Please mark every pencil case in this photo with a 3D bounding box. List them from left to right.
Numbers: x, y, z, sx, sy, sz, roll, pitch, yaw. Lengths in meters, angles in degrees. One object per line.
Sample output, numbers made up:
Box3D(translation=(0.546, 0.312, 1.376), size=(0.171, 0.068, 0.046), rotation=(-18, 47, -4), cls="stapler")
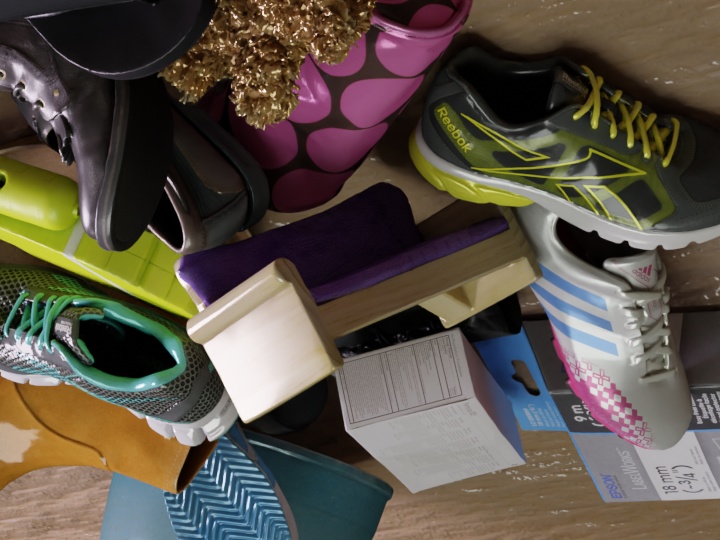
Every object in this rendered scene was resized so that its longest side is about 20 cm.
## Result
Box3D(translation=(-0.018, -0.110, 1.170), size=(0.094, 0.091, 0.200), rotation=(48, 142, 5), cls="pencil case")

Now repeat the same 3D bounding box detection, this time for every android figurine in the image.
Box3D(translation=(-0.156, -0.018, 1.254), size=(0.200, 0.041, 0.182), rotation=(20, 172, 24), cls="android figurine")

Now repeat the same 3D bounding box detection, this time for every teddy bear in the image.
Box3D(translation=(-0.045, -0.142, 1.075), size=(0.067, 0.145, 0.200), rotation=(10, 156, -28), cls="teddy bear")

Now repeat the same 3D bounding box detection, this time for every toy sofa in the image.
Box3D(translation=(0.000, 0.000, 1.204), size=(0.083, 0.098, 0.200), rotation=(-31, 173, 42), cls="toy sofa")

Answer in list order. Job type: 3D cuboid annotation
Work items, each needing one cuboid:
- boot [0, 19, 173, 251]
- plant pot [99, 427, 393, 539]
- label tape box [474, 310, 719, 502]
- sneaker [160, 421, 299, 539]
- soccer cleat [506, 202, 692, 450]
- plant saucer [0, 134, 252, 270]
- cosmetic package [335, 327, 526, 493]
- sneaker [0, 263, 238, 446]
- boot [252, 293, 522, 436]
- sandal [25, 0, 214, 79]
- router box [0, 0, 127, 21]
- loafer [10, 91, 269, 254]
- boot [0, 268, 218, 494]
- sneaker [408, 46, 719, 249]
Box3D(translation=(-0.191, -0.103, 1.149), size=(0.174, 0.200, 0.069), rotation=(-4, 169, 14), cls="boot")
Box3D(translation=(-0.098, 0.215, 1.540), size=(0.200, 0.188, 0.200), rotation=(16, 169, 3), cls="plant pot")
Box3D(translation=(0.177, 0.091, 1.432), size=(0.200, 0.063, 0.144), rotation=(-4, 144, 22), cls="label tape box")
Box3D(translation=(-0.100, 0.119, 1.420), size=(0.077, 0.200, 0.081), rotation=(-35, 175, 14), cls="sneaker")
Box3D(translation=(0.151, 0.025, 1.282), size=(0.086, 0.070, 0.200), rotation=(-14, 118, 47), cls="soccer cleat")
Box3D(translation=(-0.156, -0.031, 1.373), size=(0.200, 0.035, 0.200), rotation=(8, 147, 5), cls="plant saucer")
Box3D(translation=(0.047, 0.091, 1.395), size=(0.083, 0.051, 0.200), rotation=(-13, 161, 9), cls="cosmetic package")
Box3D(translation=(-0.164, 0.035, 1.288), size=(0.200, 0.078, 0.091), rotation=(17, 166, 16), cls="sneaker")
Box3D(translation=(0.011, 0.043, 1.417), size=(0.200, 0.066, 0.165), rotation=(-20, 161, 19), cls="boot")
Box3D(translation=(-0.155, -0.154, 1.078), size=(0.200, 0.075, 0.045), rotation=(32, 180, 29), cls="sandal")
Box3D(translation=(-0.141, -0.186, 1.022), size=(0.200, 0.149, 0.051), rotation=(-5, 139, 25), cls="router box")
Box3D(translation=(-0.141, -0.082, 1.189), size=(0.200, 0.063, 0.072), rotation=(36, 138, 17), cls="loafer")
Box3D(translation=(-0.170, 0.103, 1.348), size=(0.144, 0.201, 0.071), rotation=(32, 178, 23), cls="boot")
Box3D(translation=(0.126, -0.069, 1.191), size=(0.200, 0.074, 0.085), rotation=(8, 143, 2), cls="sneaker")
